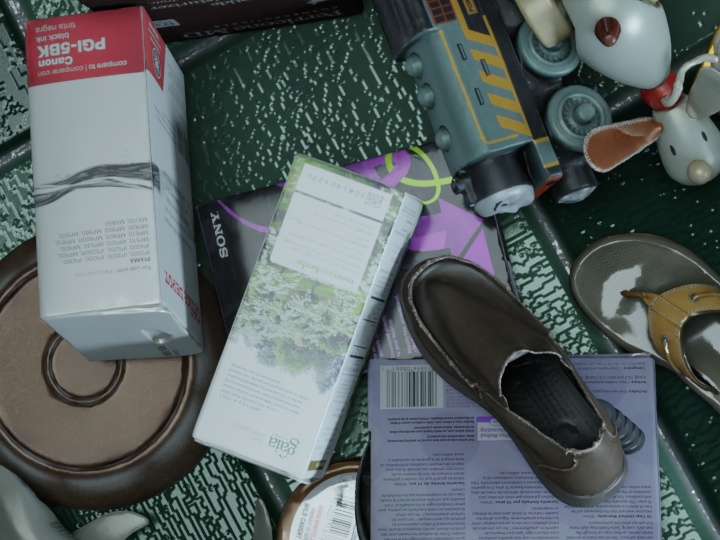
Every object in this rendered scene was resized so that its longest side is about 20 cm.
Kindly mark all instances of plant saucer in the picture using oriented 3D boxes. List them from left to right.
[{"bbox_3d":[-0.186,0.065,1.581,0.200,0.032,0.201,-1,85,7],"label":"plant saucer"}]

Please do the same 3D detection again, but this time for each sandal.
[{"bbox_3d":[0.225,0.048,1.511,0.082,0.055,0.200,-45,82,3],"label":"sandal"}]

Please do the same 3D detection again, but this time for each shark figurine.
[{"bbox_3d":[-0.156,0.211,1.533,0.214,0.090,0.128,9,100,6],"label":"shark figurine"}]

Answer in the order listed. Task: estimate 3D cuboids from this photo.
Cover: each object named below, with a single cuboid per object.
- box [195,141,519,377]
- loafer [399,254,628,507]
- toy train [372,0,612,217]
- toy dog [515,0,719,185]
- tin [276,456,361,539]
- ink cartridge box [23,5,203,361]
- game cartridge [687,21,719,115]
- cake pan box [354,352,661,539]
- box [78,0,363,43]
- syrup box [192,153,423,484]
[{"bbox_3d":[0.000,0.000,1.556,0.200,0.036,0.143,-15,84,8],"label":"box"},{"bbox_3d":[0.101,0.057,1.462,0.073,0.071,0.200,-37,67,-16],"label":"loafer"},{"bbox_3d":[0.085,-0.131,1.515,0.114,0.085,0.200,-17,81,-20],"label":"toy train"},{"bbox_3d":[0.181,-0.123,1.443,0.200,0.096,0.132,32,119,-24],"label":"toy dog"},{"bbox_3d":[0.041,0.193,1.537,0.200,0.042,0.112,15,92,9],"label":"tin"},{"bbox_3d":[-0.160,-0.052,1.502,0.083,0.147,0.200,-6,75,5],"label":"ink cartridge box"},{"bbox_3d":[0.342,-0.154,1.521,0.200,0.032,0.177,24,90,10],"label":"game cartridge"},{"bbox_3d":[0.095,0.148,1.490,0.199,0.052,0.185,-2,65,2],"label":"cake pan box"},{"bbox_3d":[-0.098,-0.252,1.505,0.166,0.200,0.165,-8,85,8],"label":"box"},{"bbox_3d":[-0.033,0.032,1.501,0.079,0.081,0.200,20,91,10],"label":"syrup box"}]
